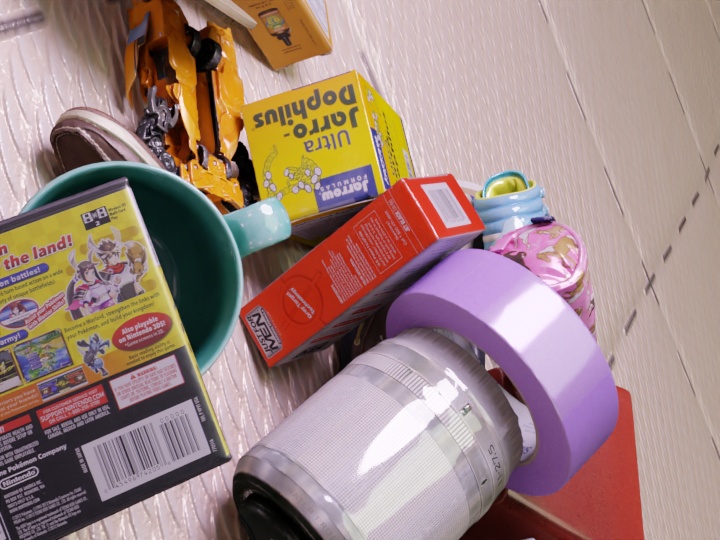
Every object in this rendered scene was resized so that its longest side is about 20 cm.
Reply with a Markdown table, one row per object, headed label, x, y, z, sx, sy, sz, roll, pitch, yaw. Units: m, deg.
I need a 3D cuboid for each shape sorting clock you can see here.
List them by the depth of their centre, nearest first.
| label | x | y | z | sx | sy | sz | roll | pitch | yaw |
| --- | --- | --- | --- | --- | --- | --- | --- | --- | --- |
| shape sorting clock | -0.166 | -0.250 | 0.916 | 0.198 | 0.040 | 0.200 | 31 | 9 | -6 |

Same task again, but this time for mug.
| label | x | y | z | sx | sy | sz | roll | pitch | yaw |
| --- | --- | --- | --- | --- | --- | --- | --- | --- | --- |
| mug | -0.148 | 0.014 | 0.766 | 0.182 | 0.114 | 0.155 | 11 | 83 | -18 |

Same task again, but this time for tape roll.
| label | x | y | z | sx | sy | sz | roll | pitch | yaw |
| --- | --- | --- | --- | --- | --- | --- | --- | --- | --- |
| tape roll | 0.112 | 0.084 | 0.943 | 0.065 | 0.199 | 0.202 | -37 | 109 | -26 |

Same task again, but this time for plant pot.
| label | x | y | z | sx | sy | sz | roll | pitch | yaw |
| --- | --- | --- | --- | --- | --- | --- | --- | --- | --- |
| plant pot | 0.144 | 0.204 | 1.138 | 0.175 | 0.199 | 0.203 | 30 | 48 | -36 |

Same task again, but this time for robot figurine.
| label | x | y | z | sx | sy | sz | roll | pitch | yaw |
| --- | --- | --- | --- | --- | --- | --- | --- | --- | --- |
| robot figurine | -0.142 | -0.125 | 0.958 | 0.144 | 0.058 | 0.203 | 23 | 54 | -52 |

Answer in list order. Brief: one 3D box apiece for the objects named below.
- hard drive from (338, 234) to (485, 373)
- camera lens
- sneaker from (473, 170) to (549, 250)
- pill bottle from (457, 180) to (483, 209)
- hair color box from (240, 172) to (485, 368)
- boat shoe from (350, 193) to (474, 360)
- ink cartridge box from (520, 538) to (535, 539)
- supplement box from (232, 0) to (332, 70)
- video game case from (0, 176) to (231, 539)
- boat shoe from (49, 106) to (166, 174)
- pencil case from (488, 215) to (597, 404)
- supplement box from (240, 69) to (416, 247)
| label | x | y | z | sx | sy | sz | roll | pitch | yaw |
| --- | --- | --- | --- | --- | --- | --- | --- | --- | --- |
| hard drive | 0.052 | 0.032 | 1.124 | 0.033 | 0.137 | 0.203 | 86 | 7 | -57 |
| camera lens | 0.011 | 0.161 | 0.902 | 0.199 | 0.159 | 0.161 | -39 | 110 | -27 |
| sneaker | 0.160 | -0.026 | 1.141 | 0.200 | 0.078 | 0.133 | 52 | 27 | -77 |
| pill bottle | 0.095 | 0.010 | 1.228 | 0.111 | 0.110 | 0.202 | 48 | 38 | -35 |
| hair color box | 0.000 | 0.000 | 0.979 | 0.062 | 0.199 | 0.101 | 57 | 28 | 11 |
| boat shoe | 0.052 | 0.009 | 1.078 | 0.072 | 0.059 | 0.202 | 55 | 50 | -44 |
| ink cartridge box | 0.073 | 0.332 | 0.981 | 0.199 | 0.143 | 0.148 | -4 | 77 | -59 |
| supplement box | -0.088 | -0.271 | 1.070 | 0.200 | 0.066 | 0.070 | 55 | 25 | -59 |
| video game case | -0.197 | 0.065 | 0.673 | 0.198 | 0.025 | 0.183 | -22 | 94 | -18 |
| boat shoe | -0.165 | -0.022 | 0.850 | 0.203 | 0.074 | 0.075 | 56 | 39 | -26 |
| pencil case | 0.162 | 0.046 | 1.003 | 0.201 | 0.081 | 0.087 | 70 | 6 | -47 |
| supplement box | -0.018 | -0.092 | 1.040 | 0.200 | 0.107 | 0.111 | 18 | 57 | -77 |
